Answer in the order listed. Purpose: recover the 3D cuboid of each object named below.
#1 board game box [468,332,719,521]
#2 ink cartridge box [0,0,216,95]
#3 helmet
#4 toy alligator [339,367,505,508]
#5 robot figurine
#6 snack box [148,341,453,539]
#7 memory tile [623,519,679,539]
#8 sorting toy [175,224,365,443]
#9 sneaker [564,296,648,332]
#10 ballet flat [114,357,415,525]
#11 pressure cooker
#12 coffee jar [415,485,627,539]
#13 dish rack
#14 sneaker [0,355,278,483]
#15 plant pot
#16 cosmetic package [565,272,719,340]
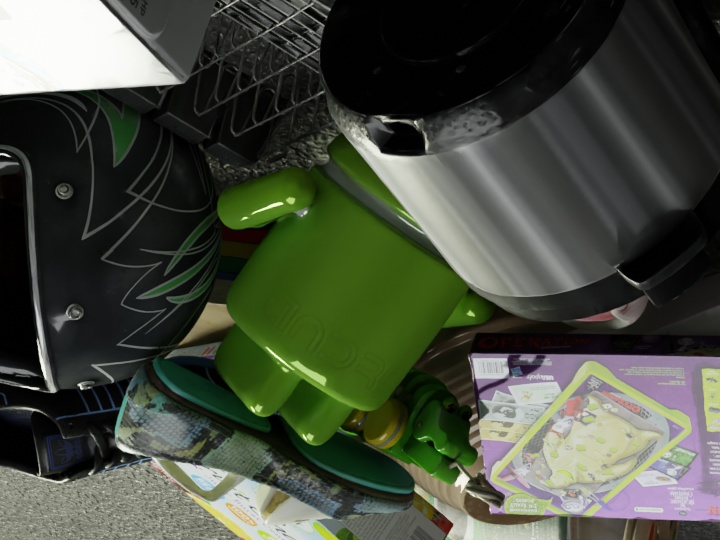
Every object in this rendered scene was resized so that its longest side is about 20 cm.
[{"bbox_3d":[0.168,0.093,1.503,0.199,0.032,0.121,1,118,15],"label":"board game box"},{"bbox_3d":[-0.178,-0.185,1.267,0.199,0.147,0.146,-1,149,34],"label":"ink cartridge box"},{"bbox_3d":[-0.176,-0.021,1.547,0.190,0.201,0.200,9,155,25],"label":"helmet"},{"bbox_3d":[0.042,0.092,1.531,0.059,0.054,0.200,29,176,-30],"label":"toy alligator"},{"bbox_3d":[0.000,0.000,1.502,0.175,0.200,0.116,31,-172,-32],"label":"robot figurine"},{"bbox_3d":[-0.059,0.135,1.727,0.200,0.068,0.168,40,159,-18],"label":"snack box"},{"bbox_3d":[0.203,0.154,1.720,0.017,0.154,0.200,11,157,14],"label":"memory tile"},{"bbox_3d":[-0.026,0.043,1.739,0.199,0.070,0.199,7,154,21],"label":"sorting toy"},{"bbox_3d":[0.139,-0.032,1.432,0.075,0.105,0.200,15,155,9],"label":"sneaker"},{"bbox_3d":[-0.062,0.115,1.546,0.199,0.075,0.074,27,154,-24],"label":"ballet flat"},{"bbox_3d":[0.094,-0.075,1.269,0.178,0.176,0.200,-8,138,35],"label":"pressure cooker"},{"bbox_3d":[0.108,0.162,1.814,0.085,0.105,0.200,-12,-164,-38],"label":"coffee jar"},{"bbox_3d":[-0.067,-0.126,1.433,0.153,0.055,0.200,29,151,-27],"label":"dish rack"},{"bbox_3d":[-0.152,0.099,1.582,0.199,0.078,0.070,-1,119,9],"label":"sneaker"},{"bbox_3d":[0.103,0.099,1.644,0.200,0.093,0.201,-11,146,-7],"label":"plant pot"},{"bbox_3d":[0.205,0.054,1.518,0.199,0.051,0.083,-24,111,26],"label":"cosmetic package"}]
